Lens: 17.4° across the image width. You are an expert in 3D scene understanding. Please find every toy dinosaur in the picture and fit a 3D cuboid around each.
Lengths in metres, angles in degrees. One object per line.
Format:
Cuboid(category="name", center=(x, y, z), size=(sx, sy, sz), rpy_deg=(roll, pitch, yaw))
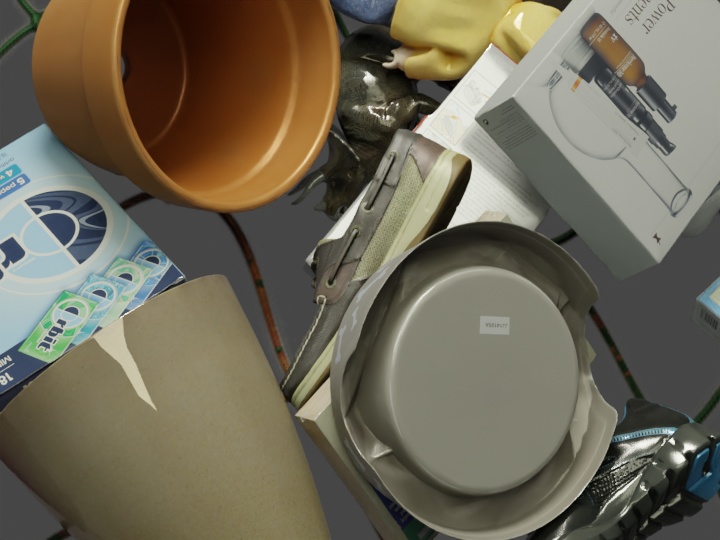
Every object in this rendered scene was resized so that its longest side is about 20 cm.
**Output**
Cuboid(category="toy dinosaur", center=(0.018, -0.133, 1.688), size=(0.102, 0.077, 0.201), rpy_deg=(13, 66, -8))

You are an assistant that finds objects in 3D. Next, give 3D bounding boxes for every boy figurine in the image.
Cuboid(category="boy figurine", center=(0.064, -0.190, 1.643), size=(0.199, 0.064, 0.125), rpy_deg=(21, 100, 8))

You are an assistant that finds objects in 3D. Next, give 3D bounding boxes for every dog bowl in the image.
Cuboid(category="dog bowl", center=(0.069, 0.070, 1.501), size=(0.199, 0.059, 0.201), rpy_deg=(0, 89, -29))

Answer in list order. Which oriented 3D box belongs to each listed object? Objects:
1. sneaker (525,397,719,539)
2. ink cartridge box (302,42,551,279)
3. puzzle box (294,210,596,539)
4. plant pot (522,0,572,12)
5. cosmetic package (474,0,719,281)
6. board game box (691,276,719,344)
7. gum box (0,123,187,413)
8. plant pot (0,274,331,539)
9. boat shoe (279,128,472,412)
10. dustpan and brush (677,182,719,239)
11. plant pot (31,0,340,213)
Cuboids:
Cuboid(category="sneaker", center=(0.149, 0.164, 1.545), size=(0.200, 0.073, 0.082), rpy_deg=(-37, 46, -19))
Cuboid(category="ink cartridge box", center=(0.064, -0.045, 1.615), size=(0.109, 0.050, 0.200), rpy_deg=(40, 82, 1))
Cuboid(category="puzzle box", center=(0.059, 0.075, 1.555), size=(0.200, 0.133, 0.025), rpy_deg=(-45, 30, -21))
Cuboid(category="plant pot", center=(0.149, -0.276, 1.714), size=(0.173, 0.200, 0.200), rpy_deg=(-38, 67, -1))
Cuboid(category="cosmetic package", center=(0.187, -0.115, 1.597), size=(0.151, 0.052, 0.200), rpy_deg=(48, 56, -12))
Cuboid(category="board game box", center=(0.346, 0.048, 1.615), size=(0.134, 0.034, 0.200), rpy_deg=(-40, 69, -19))
Cuboid(category="gum box", center=(-0.234, 0.007, 1.601), size=(0.169, 0.045, 0.200), rpy_deg=(-33, 49, -16))
Cuboid(category="plant pot", center=(-0.106, 0.138, 1.500), size=(0.187, 0.187, 0.200), rpy_deg=(-33, 79, -16))
Cuboid(category="boat shoe", center=(0.000, 0.000, 1.552), size=(0.065, 0.073, 0.201), rpy_deg=(32, 87, 15))
Cuboid(category="dustpan and brush", center=(0.293, -0.079, 1.653), size=(0.057, 0.140, 0.200), rpy_deg=(39, 96, -1))
Cuboid(category="plant pot", center=(-0.131, -0.141, 1.620), size=(0.140, 0.200, 0.201), rpy_deg=(3, 53, 47))
